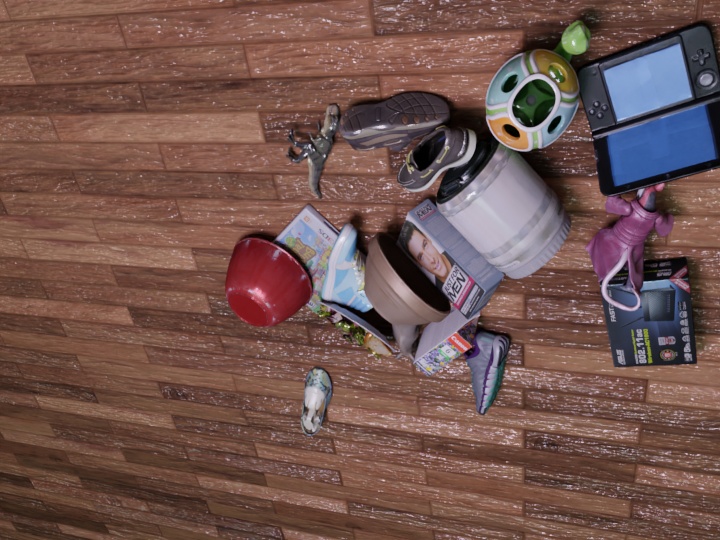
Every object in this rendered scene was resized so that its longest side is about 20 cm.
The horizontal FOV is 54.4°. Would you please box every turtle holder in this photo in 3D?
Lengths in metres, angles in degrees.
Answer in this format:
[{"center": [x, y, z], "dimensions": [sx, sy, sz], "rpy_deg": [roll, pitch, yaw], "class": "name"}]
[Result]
[{"center": [0.273, -0.263, 1.047], "dimensions": [0.182, 0.132, 0.144], "rpy_deg": [-25, 98, 16], "class": "turtle holder"}]

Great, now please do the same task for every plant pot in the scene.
[{"center": [0.071, 0.033, 1.307], "dimensions": [0.200, 0.202, 0.093], "rpy_deg": [42, 109, -13], "class": "plant pot"}]

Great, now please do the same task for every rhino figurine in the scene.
[{"center": [0.095, 0.116, 1.445], "dimensions": [0.058, 0.088, 0.204], "rpy_deg": [5, 130, 18], "class": "rhino figurine"}]

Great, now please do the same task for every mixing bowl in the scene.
[{"center": [-0.210, 0.045, 1.471], "dimensions": [0.195, 0.109, 0.203], "rpy_deg": [20, 142, 16], "class": "mixing bowl"}]

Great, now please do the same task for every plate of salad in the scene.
[{"center": [-0.015, 0.125, 1.455], "dimensions": [0.197, 0.049, 0.200], "rpy_deg": [32, 172, 5], "class": "plate of salad"}]

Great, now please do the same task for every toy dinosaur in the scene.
[{"center": [-0.094, -0.219, 1.297], "dimensions": [0.086, 0.048, 0.203], "rpy_deg": [18, 133, -1], "class": "toy dinosaur"}]

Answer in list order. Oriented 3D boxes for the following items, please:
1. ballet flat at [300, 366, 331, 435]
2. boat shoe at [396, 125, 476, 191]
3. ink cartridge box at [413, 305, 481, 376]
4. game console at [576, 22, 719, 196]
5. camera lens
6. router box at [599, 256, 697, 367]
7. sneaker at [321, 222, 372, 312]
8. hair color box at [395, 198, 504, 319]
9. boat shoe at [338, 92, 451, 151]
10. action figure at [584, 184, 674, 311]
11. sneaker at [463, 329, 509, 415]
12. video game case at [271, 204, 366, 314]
[{"center": [-0.111, 0.325, 1.696], "dimensions": [0.072, 0.075, 0.204], "rpy_deg": [14, 129, 10], "class": "ballet flat"}, {"center": [0.113, -0.191, 1.185], "dimensions": [0.059, 0.074, 0.200], "rpy_deg": [9, 161, -28], "class": "boat shoe"}, {"center": [0.193, 0.118, 1.394], "dimensions": [0.050, 0.110, 0.199], "rpy_deg": [38, 129, -12], "class": "ink cartridge box"}, {"center": [0.431, -0.233, 1.033], "dimensions": [0.196, 0.120, 0.175], "rpy_deg": [-14, 120, 28], "class": "game console"}, {"center": [0.236, -0.107, 1.175], "dimensions": [0.200, 0.161, 0.159], "rpy_deg": [43, 129, -14], "class": "camera lens"}, {"center": [0.522, 0.080, 1.270], "dimensions": [0.146, 0.063, 0.204], "rpy_deg": [-6, 123, 26], "class": "router box"}, {"center": [0.000, 0.000, 1.377], "dimensions": [0.128, 0.080, 0.202], "rpy_deg": [22, 139, 6], "class": "sneaker"}, {"center": [0.159, -0.021, 1.270], "dimensions": [0.200, 0.060, 0.100], "rpy_deg": [48, 149, 18], "class": "hair color box"}, {"center": [0.062, -0.251, 1.205], "dimensions": [0.194, 0.076, 0.074], "rpy_deg": [-3, 151, 17], "class": "boat shoe"}, {"center": [0.434, -0.064, 1.144], "dimensions": [0.131, 0.150, 0.203], "rpy_deg": [19, 137, 10], "class": "action figure"}, {"center": [0.255, 0.208, 1.478], "dimensions": [0.086, 0.074, 0.205], "rpy_deg": [23, 125, 25], "class": "sneaker"}, {"center": [-0.099, -0.018, 1.463], "dimensions": [0.181, 0.022, 0.199], "rpy_deg": [41, 129, -11], "class": "video game case"}]
